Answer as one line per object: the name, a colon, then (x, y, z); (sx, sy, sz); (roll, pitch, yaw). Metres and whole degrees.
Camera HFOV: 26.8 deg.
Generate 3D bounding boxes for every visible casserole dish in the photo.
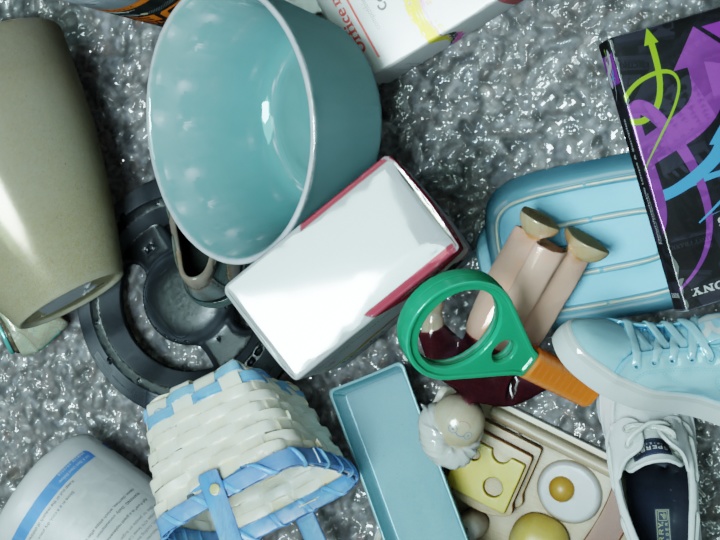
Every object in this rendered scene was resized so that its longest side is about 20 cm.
casserole dish: (0.178, -0.021, 1.121); (0.199, 0.039, 0.122); (-11, 93, 21)

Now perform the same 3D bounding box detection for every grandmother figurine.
grandmother figurine: (0.097, 0.054, 1.103); (0.121, 0.061, 0.201); (26, 104, 4)

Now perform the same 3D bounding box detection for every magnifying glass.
magnifying glass: (0.102, 0.055, 1.053); (0.080, 0.200, 0.022); (-53, 40, 12)

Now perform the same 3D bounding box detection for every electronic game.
electronic game: (-0.139, 0.021, 1.231); (0.199, 0.042, 0.201); (0, 89, 14)

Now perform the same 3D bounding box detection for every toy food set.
toy food set: (0.123, 0.192, 1.154); (0.199, 0.060, 0.144); (26, 104, 14)

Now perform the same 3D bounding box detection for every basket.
basket: (-0.071, 0.180, 1.131); (0.139, 0.176, 0.201); (-33, 65, 9)

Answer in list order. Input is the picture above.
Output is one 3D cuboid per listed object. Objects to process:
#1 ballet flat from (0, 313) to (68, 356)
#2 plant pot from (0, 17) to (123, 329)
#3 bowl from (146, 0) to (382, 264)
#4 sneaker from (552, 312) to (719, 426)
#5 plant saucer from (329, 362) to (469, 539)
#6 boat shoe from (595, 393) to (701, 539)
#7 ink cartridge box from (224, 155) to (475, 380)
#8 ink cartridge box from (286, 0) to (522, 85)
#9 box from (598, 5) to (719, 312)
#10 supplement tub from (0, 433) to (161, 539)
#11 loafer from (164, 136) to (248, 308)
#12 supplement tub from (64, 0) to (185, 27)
ballet flat: (-0.314, -0.023, 1.286); (0.062, 0.067, 0.201); (-30, 90, -8)
plant pot: (-0.274, -0.063, 1.185); (0.187, 0.187, 0.201); (-30, 84, 20)
bowl: (-0.060, -0.110, 1.099); (0.200, 0.105, 0.202); (12, 106, 47)
sneaker: (0.232, 0.054, 1.055); (0.199, 0.074, 0.082); (14, 122, -22)
plant saucer: (0.041, 0.174, 1.159); (0.070, 0.019, 0.201); (-23, 82, 26)
boat shoe: (0.213, 0.136, 1.084); (0.073, 0.065, 0.201); (-11, 71, 4)
ink cartridge box: (0.000, 0.000, 1.084); (0.147, 0.200, 0.086); (-40, 83, 6)
ink cartridge box: (0.031, -0.218, 1.129); (0.199, 0.067, 0.117); (-30, 87, 20)
box: (0.265, -0.085, 1.060); (0.142, 0.036, 0.201); (-17, 93, -1)
supplement tub: (-0.187, 0.238, 1.229); (0.200, 0.132, 0.132); (34, 106, 13)
loafer: (-0.124, -0.074, 1.177); (0.071, 0.063, 0.201); (-11, 75, 10)
supplement tub: (-0.157, -0.246, 1.116); (0.122, 0.200, 0.123); (1, 91, 23)
